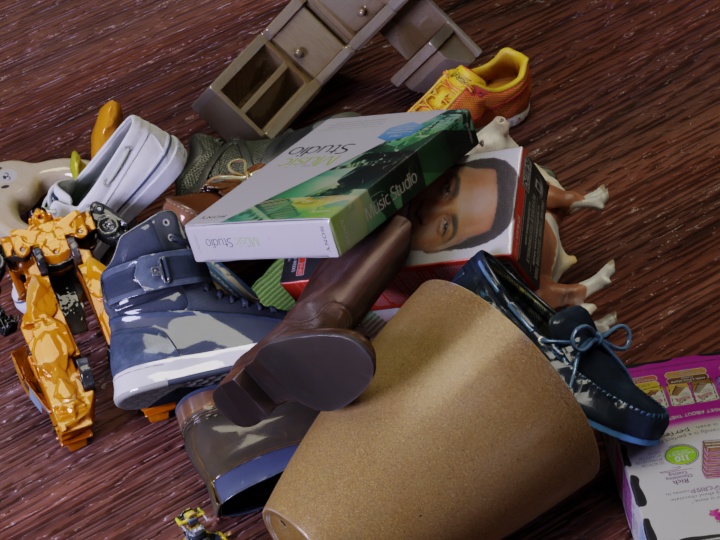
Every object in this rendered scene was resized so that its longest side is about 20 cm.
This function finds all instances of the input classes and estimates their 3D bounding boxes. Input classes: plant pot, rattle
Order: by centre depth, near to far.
[{"bbox_3d":[0.035,0.141,1.517,0.200,0.187,0.186,-41,47,-19],"label":"plant pot"},{"bbox_3d":[-0.303,-0.091,1.889,0.199,0.143,0.130,19,62,21],"label":"rattle"}]

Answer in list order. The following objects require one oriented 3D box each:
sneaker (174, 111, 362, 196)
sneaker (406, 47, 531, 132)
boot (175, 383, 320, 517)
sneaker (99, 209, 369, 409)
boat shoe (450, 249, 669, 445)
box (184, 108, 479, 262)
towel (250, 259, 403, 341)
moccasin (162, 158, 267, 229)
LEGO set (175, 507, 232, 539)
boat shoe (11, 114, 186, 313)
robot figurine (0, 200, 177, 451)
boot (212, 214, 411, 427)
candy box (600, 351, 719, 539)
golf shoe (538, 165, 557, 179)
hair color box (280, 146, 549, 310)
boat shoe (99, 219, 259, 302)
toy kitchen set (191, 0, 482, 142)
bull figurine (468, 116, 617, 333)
[{"bbox_3d":[-0.088,-0.099,1.913,0.199,0.076,0.114,-36,52,-27],"label":"sneaker"},{"bbox_3d":[0.073,-0.145,1.953,0.200,0.077,0.073,-34,46,-29],"label":"sneaker"},{"bbox_3d":[-0.034,0.128,1.628,0.199,0.075,0.097,-12,55,-6],"label":"boot"},{"bbox_3d":[-0.101,0.018,1.657,0.202,0.077,0.147,-8,69,-11],"label":"sneaker"},{"bbox_3d":[0.141,0.053,1.549,0.200,0.069,0.084,33,13,21],"label":"boat shoe"},{"bbox_3d":[-0.020,-0.066,1.638,0.144,0.036,0.200,-2,27,38],"label":"box"},{"bbox_3d":[0.000,0.000,1.745,0.200,0.023,0.152,-49,48,-8],"label":"towel"},{"bbox_3d":[-0.082,-0.060,1.790,0.201,0.078,0.074,-5,30,-42],"label":"moccasin"},{"bbox_3d":[-0.146,0.226,1.457,0.199,0.116,0.154,-18,38,-15],"label":"LEGO set"},{"bbox_3d":[-0.235,-0.052,1.800,0.200,0.067,0.074,-47,30,7],"label":"boat shoe"},{"bbox_3d":[-0.226,0.038,1.710,0.145,0.058,0.200,-17,62,-15],"label":"robot figurine"},{"bbox_3d":[-0.003,0.018,1.540,0.186,0.064,0.200,-18,24,52],"label":"boot"},{"bbox_3d":[0.256,0.145,1.553,0.136,0.061,0.200,-8,36,-1],"label":"candy box"},{"bbox_3d":[0.071,-0.053,1.853,0.199,0.079,0.097,-6,17,-6],"label":"golf shoe"},{"bbox_3d":[0.042,-0.028,1.683,0.199,0.061,0.102,-8,56,25],"label":"hair color box"},{"bbox_3d":[-0.158,0.016,1.777,0.200,0.072,0.072,20,71,52],"label":"boat shoe"},{"bbox_3d":[-0.007,-0.190,1.966,0.163,0.200,0.181,43,46,-5],"label":"toy kitchen set"},{"bbox_3d":[0.143,-0.029,1.750,0.121,0.065,0.201,-4,71,3],"label":"bull figurine"}]
